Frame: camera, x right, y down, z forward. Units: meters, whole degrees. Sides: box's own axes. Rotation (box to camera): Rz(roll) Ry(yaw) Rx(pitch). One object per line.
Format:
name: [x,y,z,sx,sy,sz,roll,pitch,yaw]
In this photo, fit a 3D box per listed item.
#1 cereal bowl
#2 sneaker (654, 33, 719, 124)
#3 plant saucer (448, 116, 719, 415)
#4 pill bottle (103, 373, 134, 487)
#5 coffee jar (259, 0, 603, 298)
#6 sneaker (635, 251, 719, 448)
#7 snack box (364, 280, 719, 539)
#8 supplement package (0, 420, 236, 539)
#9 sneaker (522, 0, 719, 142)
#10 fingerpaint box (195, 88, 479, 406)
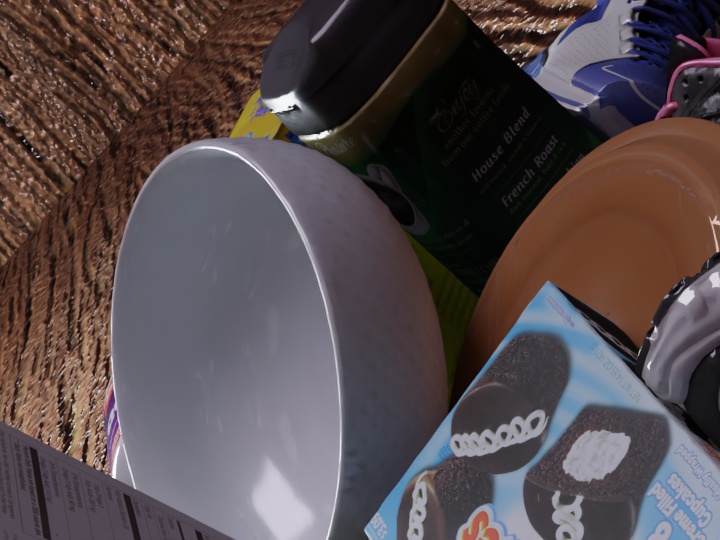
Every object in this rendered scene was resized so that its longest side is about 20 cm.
cereal bowl: [-0.024,0.043,0.978,0.083,0.201,0.200,-7,-10,-30]
sneaker: [0.144,-0.046,0.951,0.200,0.095,0.079,-41,-2,24]
plant saucer: [0.092,0.037,0.887,0.200,0.032,0.201,-40,40,43]
pill bottle: [-0.082,0.089,1.287,0.113,0.112,0.200,-48,14,2]
coffee jar: [0.049,-0.051,1.065,0.085,0.200,0.104,-51,14,-11]
sneaker: [0.186,0.000,0.777,0.200,0.079,0.074,-35,-21,-13]
snack box: [0.076,0.097,0.783,0.116,0.037,0.200,-54,29,10]
supplement package: [-0.071,0.175,0.737,0.152,0.200,0.151,-55,23,14]
sneaker: [0.140,-0.113,1.205,0.115,0.080,0.199,-50,12,4]
fingerpaint box: [0.000,0.000,1.157,0.073,0.167,0.200,-40,17,34]
